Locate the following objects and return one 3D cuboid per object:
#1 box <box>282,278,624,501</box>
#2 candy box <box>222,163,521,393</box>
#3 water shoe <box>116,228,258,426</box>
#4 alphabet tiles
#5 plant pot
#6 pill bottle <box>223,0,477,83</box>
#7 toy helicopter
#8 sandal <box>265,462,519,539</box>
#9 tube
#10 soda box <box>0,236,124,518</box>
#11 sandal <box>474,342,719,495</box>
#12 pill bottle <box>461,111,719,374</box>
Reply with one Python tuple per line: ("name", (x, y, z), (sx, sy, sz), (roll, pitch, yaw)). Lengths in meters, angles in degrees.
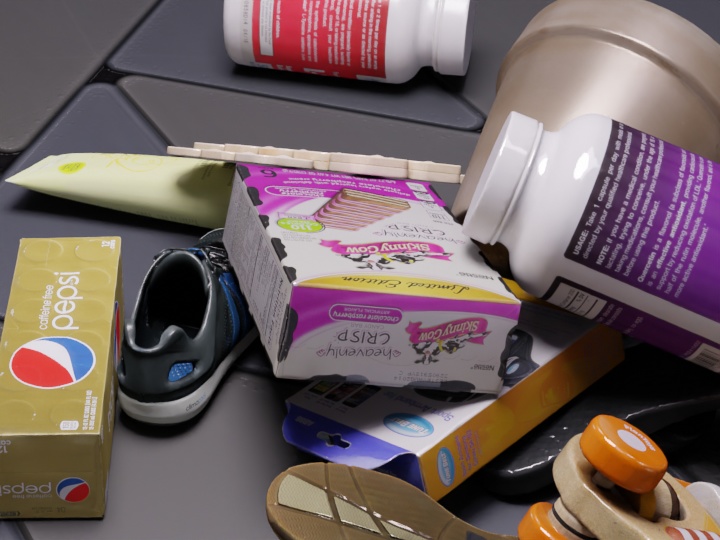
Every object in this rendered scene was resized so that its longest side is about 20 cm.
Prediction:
("box", (0.050, 0.071, 1.008), (0.200, 0.042, 0.119), (-33, 32, -31))
("candy box", (0.000, 0.000, 1.010), (0.135, 0.061, 0.200), (5, 22, -17))
("water shoe", (-0.100, 0.016, 1.077), (0.071, 0.079, 0.200), (8, 34, 7))
("alphabet tiles", (-0.027, -0.077, 1.183), (0.195, 0.015, 0.199), (3, 4, -40))
("plant pot", (0.150, -0.053, 1.125), (0.199, 0.201, 0.174), (22, 56, 26))
("pill bottle", (-0.006, -0.215, 1.394), (0.199, 0.113, 0.112), (8, 34, 8))
("toy helicopter", (0.189, 0.156, 0.900), (0.200, 0.079, 0.132), (39, 19, 19))
("sandal", (0.040, 0.164, 0.899), (0.199, 0.054, 0.080), (20, 29, -1))
("tube", (-0.150, -0.062, 1.216), (0.199, 0.058, 0.052), (8, 68, 15))
("soda box", (-0.182, 0.059, 1.021), (0.067, 0.064, 0.200), (0, 34, -4))
("sandal", (0.160, 0.090, 1.023), (0.199, 0.048, 0.075), (-21, 34, -9))
("pill bottle", (0.165, -0.019, 0.975), (0.199, 0.113, 0.113), (23, 36, -1))
